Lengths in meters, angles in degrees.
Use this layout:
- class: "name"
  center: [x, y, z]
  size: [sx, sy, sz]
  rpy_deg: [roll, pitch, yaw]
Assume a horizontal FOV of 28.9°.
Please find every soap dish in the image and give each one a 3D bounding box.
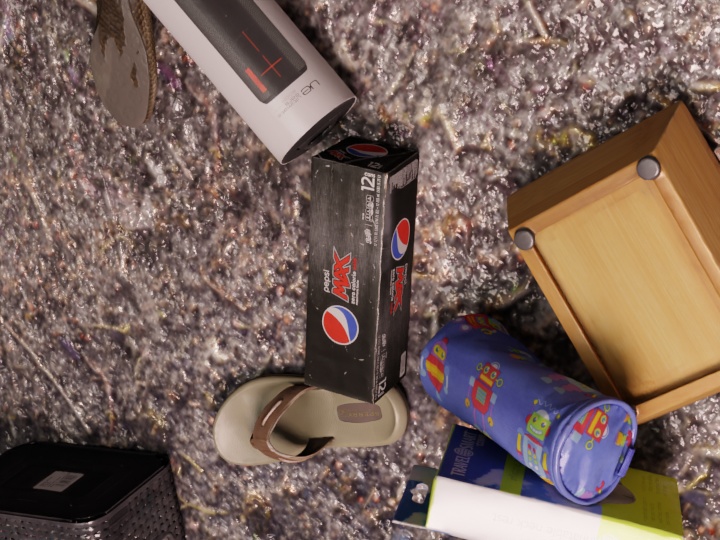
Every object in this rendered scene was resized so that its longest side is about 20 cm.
- class: "soap dish"
  center: [0.207, 0.005, 0.994]
  size: [0.157, 0.081, 0.201]
  rpy_deg: [-29, 93, 35]

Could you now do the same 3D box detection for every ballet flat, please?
- class: "ballet flat"
  center: [-0.196, -0.218, 1.159]
  size: [0.067, 0.046, 0.201]
  rpy_deg: [8, 118, 27]

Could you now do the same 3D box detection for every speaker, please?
- class: "speaker"
  center: [-0.094, -0.181, 1.090]
  size: [0.200, 0.081, 0.081]
  rpy_deg: [50, 125, 3]

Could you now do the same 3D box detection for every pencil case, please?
- class: "pencil case"
  center: [0.122, 0.097, 1.026]
  size: [0.200, 0.086, 0.079]
  rpy_deg: [34, 104, 58]

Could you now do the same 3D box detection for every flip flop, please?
- class: "flip flop"
  center: [-0.051, 0.134, 1.207]
  size: [0.199, 0.058, 0.082]
  rpy_deg: [-8, 106, 32]

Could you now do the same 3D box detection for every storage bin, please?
- class: "storage bin"
  center: [-0.282, 0.239, 1.333]
  size: [0.199, 0.135, 0.094]
  rpy_deg: [0, 110, 29]

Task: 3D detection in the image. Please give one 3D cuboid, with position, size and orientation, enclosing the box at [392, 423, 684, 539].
- class: "box"
  center: [0.131, 0.167, 1.018]
  size: [0.198, 0.122, 0.048]
  rpy_deg: [13, 103, 7]

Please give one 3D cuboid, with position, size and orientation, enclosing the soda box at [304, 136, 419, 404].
- class: "soda box"
  center: [0.000, 0.000, 1.120]
  size: [0.070, 0.063, 0.202]
  rpy_deg: [14, 116, 25]

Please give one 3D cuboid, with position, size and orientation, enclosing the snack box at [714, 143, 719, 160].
- class: "snack box"
  center: [0.326, -0.018, 0.951]
  size: [0.072, 0.024, 0.201]
  rpy_deg: [-32, 92, 34]
